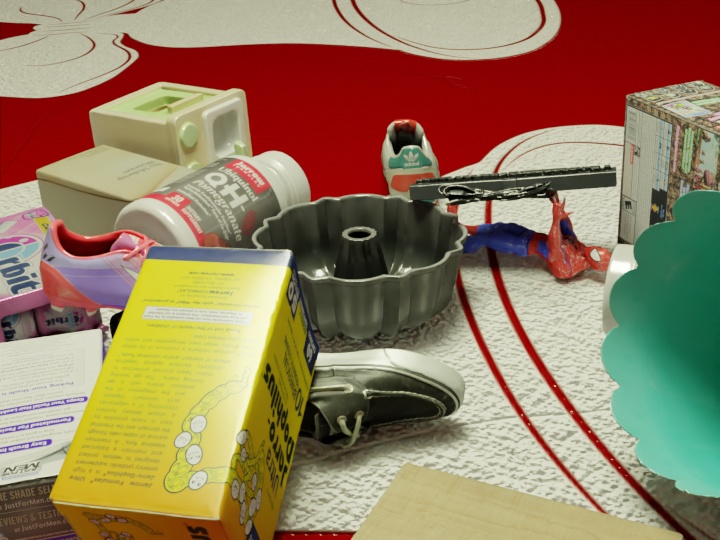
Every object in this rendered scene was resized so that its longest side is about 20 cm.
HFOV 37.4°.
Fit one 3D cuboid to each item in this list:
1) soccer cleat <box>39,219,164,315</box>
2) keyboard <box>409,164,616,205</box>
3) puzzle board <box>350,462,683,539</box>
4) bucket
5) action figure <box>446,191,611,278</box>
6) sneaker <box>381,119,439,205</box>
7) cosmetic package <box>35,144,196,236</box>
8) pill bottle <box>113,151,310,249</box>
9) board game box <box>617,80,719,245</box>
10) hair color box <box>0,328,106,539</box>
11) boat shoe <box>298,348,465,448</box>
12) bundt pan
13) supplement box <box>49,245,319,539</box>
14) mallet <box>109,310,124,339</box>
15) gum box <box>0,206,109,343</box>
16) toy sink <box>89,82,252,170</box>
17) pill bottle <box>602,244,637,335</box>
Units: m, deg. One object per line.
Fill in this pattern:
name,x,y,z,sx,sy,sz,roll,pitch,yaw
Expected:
soccer cleat,-0.175,0.002,0.913,0.197,0.077,0.067,5,28,-5
keyboard,0.143,-0.083,1.010,0.197,0.021,0.127,-4,13,14
puzzle board,0.086,0.191,0.662,0.197,0.018,0.151,9,31,26
bucket,0.271,0.054,0.685,0.133,0.210,0.207,13,17,-27
action figure,0.159,-0.053,1.054,0.198,0.100,0.065,19,34,33
sneaker,0.059,-0.139,1.236,0.069,0.095,0.200,-3,27,1
cosmetic package,-0.256,-0.076,1.177,0.198,0.074,0.103,15,32,35
pill bottle,-0.140,-0.049,1.064,0.110,0.112,0.199,14,32,32
board game box,0.339,-0.069,0.985,0.096,0.162,0.200,-14,29,-20
hair color box,-0.240,0.123,0.789,0.108,0.066,0.200,-8,25,-10
boat shoe,-0.020,0.103,0.804,0.197,0.071,0.064,2,48,4
bundt pan,0.000,0.000,0.982,0.199,0.077,0.202,-1,24,1
supplement box,-0.105,0.095,0.700,0.108,0.110,0.202,3,50,13
mallet,-0.133,0.075,0.907,0.199,0.042,0.065,25,35,36
gum box,-0.324,0.013,1.011,0.112,0.067,0.200,-18,30,-24
toy sink,-0.206,-0.154,1.280,0.198,0.114,0.130,14,32,32
pill bottle,0.299,0.030,0.848,0.197,0.111,0.109,9,29,24
